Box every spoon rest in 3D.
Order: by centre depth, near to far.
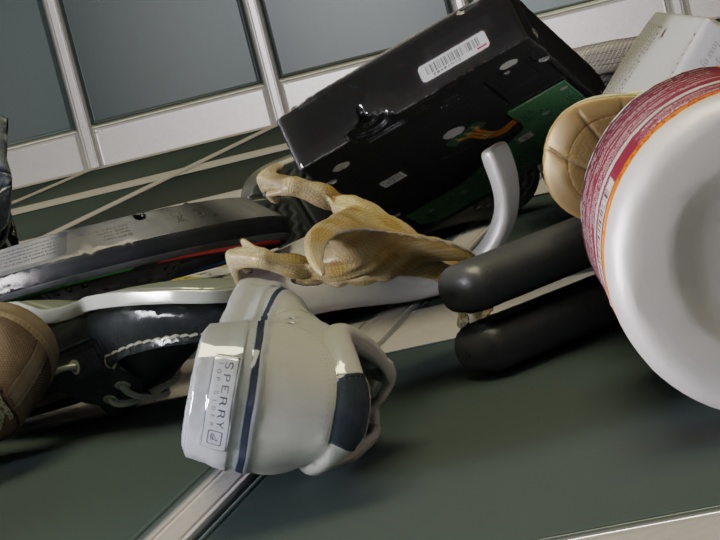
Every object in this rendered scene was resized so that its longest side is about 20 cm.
[{"bbox_3d":[0.000,0.000,1.240,0.199,0.061,0.099,-26,2,18],"label":"spoon rest"}]

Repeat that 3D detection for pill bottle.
[{"bbox_3d":[0.136,-0.018,0.838,0.109,0.110,0.200,-14,8,4],"label":"pill bottle"}]

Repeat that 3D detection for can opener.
[{"bbox_3d":[0.128,-0.008,1.002,0.199,0.054,0.067,-21,9,-34],"label":"can opener"}]

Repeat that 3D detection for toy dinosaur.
[{"bbox_3d":[-0.003,-0.015,0.995,0.101,0.059,0.200,8,-5,27],"label":"toy dinosaur"}]

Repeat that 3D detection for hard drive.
[{"bbox_3d":[0.053,-0.083,1.248,0.139,0.038,0.200,-29,-18,14],"label":"hard drive"}]

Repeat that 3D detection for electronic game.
[{"bbox_3d":[-0.134,0.000,1.232,0.199,0.042,0.200,-14,-3,-1],"label":"electronic game"}]

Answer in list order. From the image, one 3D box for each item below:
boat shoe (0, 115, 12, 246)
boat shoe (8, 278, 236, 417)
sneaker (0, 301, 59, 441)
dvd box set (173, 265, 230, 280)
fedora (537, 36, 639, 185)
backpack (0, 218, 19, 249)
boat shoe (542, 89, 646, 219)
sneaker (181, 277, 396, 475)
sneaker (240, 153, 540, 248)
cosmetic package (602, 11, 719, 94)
[{"bbox_3d":[-0.244,-0.008,1.318,0.090,0.201,0.071,3,-26,-10],"label":"boat shoe"},{"bbox_3d":[-0.116,0.039,1.098,0.075,0.061,0.200,-2,-4,-39],"label":"boat shoe"},{"bbox_3d":[-0.234,0.070,1.068,0.199,0.071,0.076,-21,25,25],"label":"sneaker"},{"bbox_3d":[-0.143,0.028,1.344,0.199,0.030,0.146,-17,8,-25],"label":"dvd box set"},{"bbox_3d":[0.166,-0.093,1.423,0.176,0.091,0.200,-11,1,18],"label":"fedora"},{"bbox_3d":[-0.303,-0.049,1.459,0.150,0.201,0.178,-12,-21,-19],"label":"backpack"},{"bbox_3d":[0.175,-0.048,0.974,0.199,0.074,0.069,8,13,0],"label":"boat shoe"},{"bbox_3d":[-0.024,0.048,0.882,0.070,0.073,0.200,12,7,1],"label":"sneaker"},{"bbox_3d":[0.006,-0.051,1.498,0.198,0.077,0.114,-14,5,-23],"label":"sneaker"},{"bbox_3d":[0.165,-0.072,1.166,0.074,0.102,0.200,29,5,-2],"label":"cosmetic package"}]
